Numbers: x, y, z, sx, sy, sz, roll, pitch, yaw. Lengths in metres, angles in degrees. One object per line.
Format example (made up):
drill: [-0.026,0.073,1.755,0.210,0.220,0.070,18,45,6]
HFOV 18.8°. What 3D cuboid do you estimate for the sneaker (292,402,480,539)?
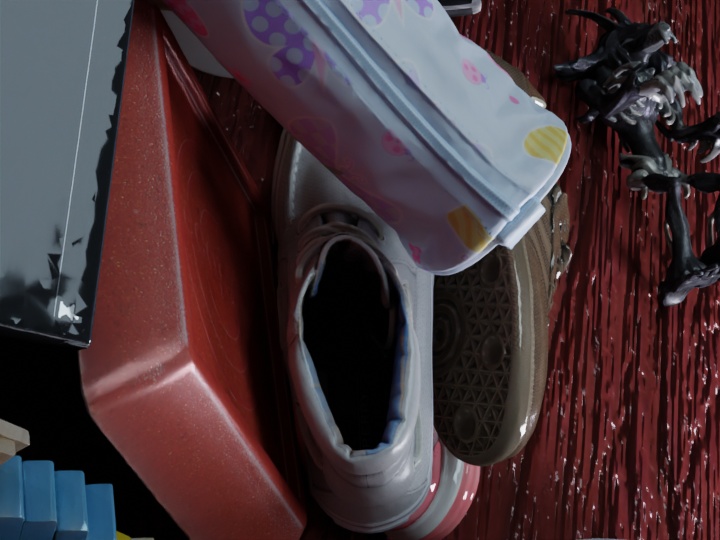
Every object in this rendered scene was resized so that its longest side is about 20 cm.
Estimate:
sneaker: [-0.005,0.022,0.973,0.086,0.074,0.201,14,54,-48]

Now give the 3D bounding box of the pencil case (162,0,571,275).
pencil case: [-0.007,-0.090,0.832,0.200,0.091,0.083,46,77,-19]

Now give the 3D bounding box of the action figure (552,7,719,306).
action figure: [0.193,-0.087,1.320,0.118,0.102,0.201,-4,69,-43]

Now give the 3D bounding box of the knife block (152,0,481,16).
knife block: [-0.050,-0.140,0.904,0.175,0.200,0.064,42,35,-14]

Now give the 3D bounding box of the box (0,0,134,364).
box: [-0.154,-0.081,0.733,0.140,0.079,0.202,15,74,-32]

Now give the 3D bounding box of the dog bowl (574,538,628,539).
dog bowl: [0.108,0.200,0.906,0.198,0.059,0.201,5,50,-6]

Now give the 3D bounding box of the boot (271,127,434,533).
boot: [0.000,0.000,0.895,0.096,0.073,0.201,88,-6,-67]

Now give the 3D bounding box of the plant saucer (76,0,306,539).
plant saucer: [-0.066,0.004,0.854,0.200,0.036,0.201,64,15,-58]

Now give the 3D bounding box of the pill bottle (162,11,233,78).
pill bottle: [-0.049,-0.185,1.043,0.112,0.112,0.201,41,36,-27]

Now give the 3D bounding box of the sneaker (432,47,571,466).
sneaker: [0.068,-0.009,0.967,0.075,0.070,0.201,14,62,-37]

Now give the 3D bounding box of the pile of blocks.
pile of blocks: [-0.131,0.097,0.724,0.199,0.082,0.063,26,45,-44]
